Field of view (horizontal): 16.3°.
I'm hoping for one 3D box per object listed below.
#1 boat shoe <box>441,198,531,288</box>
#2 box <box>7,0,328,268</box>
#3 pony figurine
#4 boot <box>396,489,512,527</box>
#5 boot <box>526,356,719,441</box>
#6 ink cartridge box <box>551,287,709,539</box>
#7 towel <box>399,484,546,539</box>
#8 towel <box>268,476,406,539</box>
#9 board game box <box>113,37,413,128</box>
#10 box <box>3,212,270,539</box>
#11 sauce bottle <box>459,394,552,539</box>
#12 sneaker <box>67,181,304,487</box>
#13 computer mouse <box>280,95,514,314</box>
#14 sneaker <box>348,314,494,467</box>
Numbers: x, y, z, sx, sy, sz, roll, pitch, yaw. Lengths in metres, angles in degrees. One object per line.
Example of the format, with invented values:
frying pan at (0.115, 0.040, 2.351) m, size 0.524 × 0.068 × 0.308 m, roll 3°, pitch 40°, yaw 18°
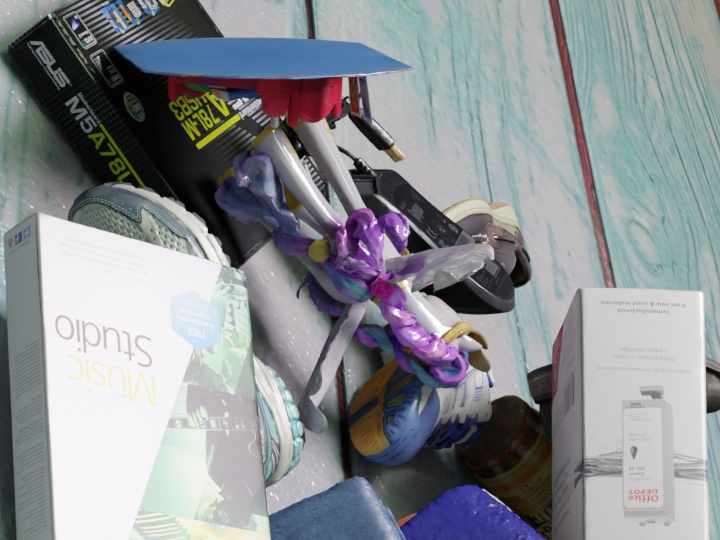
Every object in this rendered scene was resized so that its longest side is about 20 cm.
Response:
boat shoe at (0.082, -0.009, 1.849) m, size 0.065 × 0.072 × 0.200 m, roll 55°, pitch 17°, yaw 10°
box at (-0.118, -0.095, 1.604) m, size 0.193 × 0.048 × 0.200 m, roll 54°, pitch 24°, yaw -4°
pony figurine at (0.000, 0.000, 1.527) m, size 0.200 × 0.167 × 0.193 m, roll 50°, pitch 16°, yaw 1°
boot at (0.090, 0.224, 1.529) m, size 0.200 × 0.107 × 0.075 m, roll 53°, pitch 22°, yaw -12°
boot at (0.192, 0.149, 1.725) m, size 0.200 × 0.069 × 0.174 m, roll 1°, pitch 72°, yaw -39°
ink cartridge box at (0.167, 0.125, 1.586) m, size 0.147 × 0.083 × 0.200 m, roll 100°, pitch -9°, yaw -73°
towel at (0.078, 0.224, 1.415) m, size 0.200 × 0.148 × 0.050 m, roll 41°, pitch -27°, yaw 28°
towel at (-0.003, 0.220, 1.359) m, size 0.049 × 0.112 × 0.200 m, roll 76°, pitch -9°, yaw -65°
board game box at (-0.061, -0.109, 1.503) m, size 0.200 × 0.158 × 0.039 m, roll -142°, pitch -129°, yaw -72°
box at (-0.116, 0.078, 1.323) m, size 0.144 × 0.036 × 0.200 m, roll 16°, pitch 58°, yaw -39°
sauce bottle at (0.153, 0.168, 1.766) m, size 0.200 × 0.066 × 0.066 m, roll 42°, pitch 28°, yaw -26°
sneaker at (-0.105, 0.040, 1.423) m, size 0.200 × 0.078 × 0.086 m, roll 57°, pitch 27°, yaw 0°
computer mouse at (0.021, -0.042, 1.704) m, size 0.200 × 0.046 × 0.140 m, roll 40°, pitch 20°, yaw -9°
sneaker at (0.053, 0.085, 1.668) m, size 0.088 × 0.075 × 0.200 m, roll 52°, pitch 25°, yaw -12°
